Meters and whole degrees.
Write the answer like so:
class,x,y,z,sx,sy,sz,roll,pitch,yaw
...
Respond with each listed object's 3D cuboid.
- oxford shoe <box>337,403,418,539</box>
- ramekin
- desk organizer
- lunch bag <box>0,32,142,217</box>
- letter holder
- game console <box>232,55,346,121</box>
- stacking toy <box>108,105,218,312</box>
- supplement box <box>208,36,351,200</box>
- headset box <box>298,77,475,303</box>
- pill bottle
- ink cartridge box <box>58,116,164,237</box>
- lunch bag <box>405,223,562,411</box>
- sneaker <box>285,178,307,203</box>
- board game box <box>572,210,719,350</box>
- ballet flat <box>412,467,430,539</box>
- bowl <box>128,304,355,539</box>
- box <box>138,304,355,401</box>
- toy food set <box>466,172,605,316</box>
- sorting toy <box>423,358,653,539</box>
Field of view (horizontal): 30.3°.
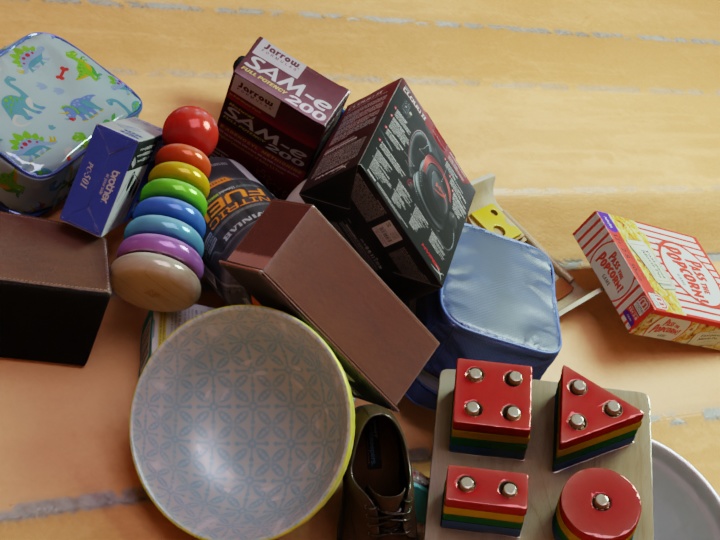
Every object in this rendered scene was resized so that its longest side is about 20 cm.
class,x,y,z,sx,sy,sz,roll,pitch,yaw
oxford shoe,0.016,0.215,1.140,0.072,0.084,0.201,-9,84,-9
ramekin,0.246,0.260,1.251,0.199,0.105,0.201,16,44,-16
desk organizer,-0.023,0.031,1.181,0.200,0.072,0.077,47,70,-31
lunch bag,-0.331,-0.151,1.345,0.160,0.083,0.200,35,42,5
letter holder,-0.335,-0.009,1.191,0.199,0.101,0.143,8,44,-23
game console,-0.028,-0.175,1.476,0.199,0.118,0.171,26,37,-32
stacking toy,-0.171,-0.065,1.240,0.085,0.085,0.201,18,59,-13
supplement box,-0.092,-0.136,1.371,0.108,0.200,0.061,30,56,2
headset box,0.034,-0.082,1.299,0.149,0.075,0.200,54,32,-22
pill bottle,-0.107,-0.023,1.283,0.106,0.107,0.200,-5,31,-33
ink cartridge box,-0.229,-0.093,1.265,0.044,0.094,0.200,23,8,-4
lunch bag,0.116,0.066,1.347,0.135,0.133,0.201,19,37,-9
sneaker,-0.006,-0.071,1.405,0.199,0.080,0.077,1,60,-51
board game box,0.358,0.015,1.568,0.199,0.046,0.152,10,43,-41
ballet flat,0.077,0.223,1.224,0.199,0.076,0.064,34,10,-3
bowl,-0.092,0.138,1.162,0.200,0.200,0.108,44,0,16
box,-0.107,0.088,1.261,0.199,0.049,0.083,13,44,-18
toy food set,0.175,-0.023,1.522,0.143,0.061,0.200,-25,65,-43
sorting toy,0.162,0.169,1.169,0.197,0.070,0.201,7,50,3
